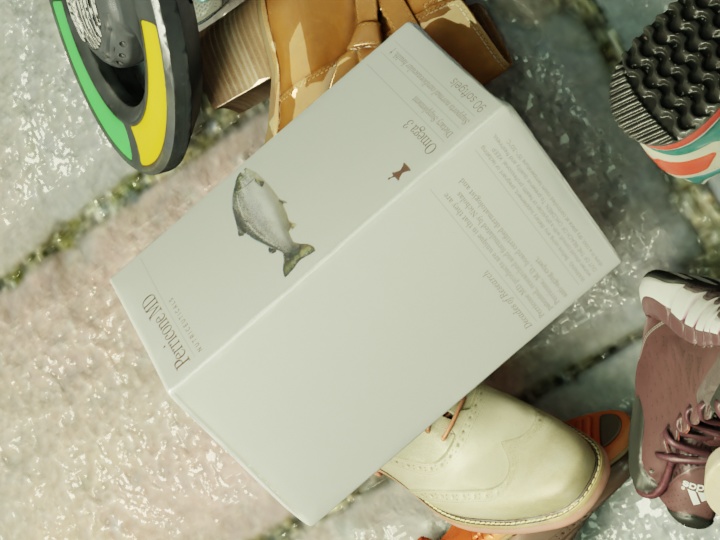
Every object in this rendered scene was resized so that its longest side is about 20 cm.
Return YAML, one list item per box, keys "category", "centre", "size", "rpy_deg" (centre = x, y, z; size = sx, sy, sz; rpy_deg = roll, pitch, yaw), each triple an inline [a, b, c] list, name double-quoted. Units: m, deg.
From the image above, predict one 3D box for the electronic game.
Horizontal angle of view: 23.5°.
- category: "electronic game"
  centre: [-0.136, -0.148, 0.933]
  size: [0.200, 0.041, 0.201]
  rpy_deg: [51, 152, 41]

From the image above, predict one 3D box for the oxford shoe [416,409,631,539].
- category: "oxford shoe"
  centre: [0.085, 0.151, 0.925]
  size: [0.073, 0.071, 0.200]
  rpy_deg: [41, 116, -11]

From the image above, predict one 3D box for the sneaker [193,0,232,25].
- category: "sneaker"
  centre: [-0.080, -0.185, 0.899]
  size: [0.077, 0.086, 0.200]
  rpy_deg: [33, 138, -9]

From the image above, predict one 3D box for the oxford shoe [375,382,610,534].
- category: "oxford shoe"
  centre: [0.035, 0.081, 0.888]
  size: [0.199, 0.074, 0.071]
  rpy_deg: [11, 64, 42]

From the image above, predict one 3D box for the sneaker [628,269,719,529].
- category: "sneaker"
  centre: [0.176, 0.071, 0.796]
  size: [0.075, 0.200, 0.116]
  rpy_deg: [9, 97, -9]

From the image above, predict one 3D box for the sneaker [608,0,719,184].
- category: "sneaker"
  centre: [0.209, -0.117, 0.813]
  size: [0.200, 0.093, 0.070]
  rpy_deg: [-42, 58, 5]

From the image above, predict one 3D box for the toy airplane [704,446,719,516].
- category: "toy airplane"
  centre: [0.253, 0.146, 0.723]
  size: [0.198, 0.141, 0.200]
  rpy_deg: [10, 147, 31]

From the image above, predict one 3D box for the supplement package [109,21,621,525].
- category: "supplement package"
  centre: [0.000, 0.000, 0.836]
  size: [0.200, 0.117, 0.117]
  rpy_deg: [-41, 36, 1]

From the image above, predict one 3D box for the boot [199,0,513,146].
- category: "boot"
  centre: [0.014, -0.074, 0.915]
  size: [0.154, 0.074, 0.201]
  rpy_deg: [-24, 97, 17]
